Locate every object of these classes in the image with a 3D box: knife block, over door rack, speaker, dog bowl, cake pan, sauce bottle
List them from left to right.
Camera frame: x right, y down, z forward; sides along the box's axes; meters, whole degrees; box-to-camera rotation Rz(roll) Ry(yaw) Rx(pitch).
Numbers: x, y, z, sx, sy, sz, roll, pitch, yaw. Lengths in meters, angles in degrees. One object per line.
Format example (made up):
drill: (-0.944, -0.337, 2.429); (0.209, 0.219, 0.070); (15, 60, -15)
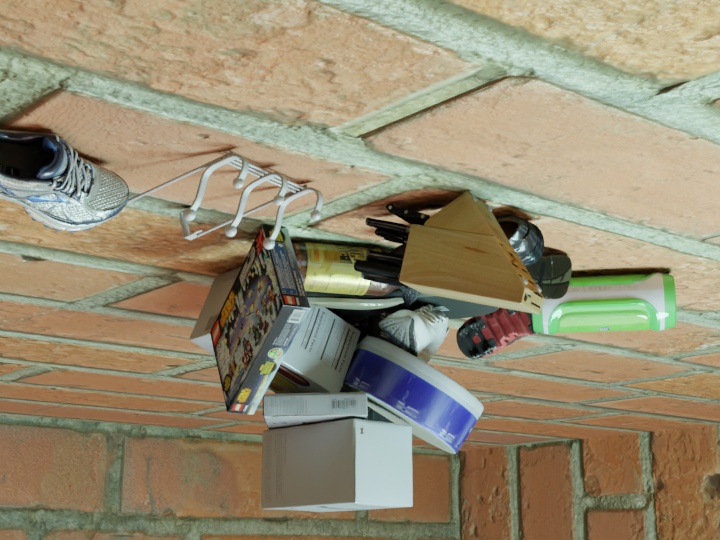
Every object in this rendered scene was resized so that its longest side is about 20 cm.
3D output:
over door rack: (-0.160, -0.065, 1.311); (0.199, 0.067, 0.148); (-9, 163, 32)
sauce bottle: (0.000, 0.000, 1.586); (0.199, 0.066, 0.066); (4, 166, -21)
dog bowl: (0.073, 0.179, 1.748); (0.200, 0.079, 0.200); (31, 171, 6)
knife block: (0.087, 0.003, 1.381); (0.175, 0.201, 0.064); (-37, 153, 17)
cake pan: (0.118, 0.039, 1.798); (0.199, 0.037, 0.200); (0, 167, 0)
speaker: (0.345, 0.047, 1.736); (0.199, 0.089, 0.088); (-3, 166, 11)

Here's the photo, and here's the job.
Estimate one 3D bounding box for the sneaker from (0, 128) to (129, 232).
sneaker: (-0.304, -0.092, 1.188); (0.199, 0.077, 0.085); (12, 158, -42)

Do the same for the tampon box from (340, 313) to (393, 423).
tampon box: (-0.017, 0.156, 1.935); (0.149, 0.201, 0.126); (-6, 165, 26)

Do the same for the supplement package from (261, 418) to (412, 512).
supplement package: (-0.035, 0.280, 1.731); (0.117, 0.118, 0.199); (14, 160, -41)

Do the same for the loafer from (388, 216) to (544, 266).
loafer: (0.116, -0.030, 1.466); (0.199, 0.073, 0.072); (-15, 153, 19)

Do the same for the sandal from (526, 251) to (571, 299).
sandal: (0.208, -0.005, 1.583); (0.054, 0.082, 0.200); (17, -173, 39)

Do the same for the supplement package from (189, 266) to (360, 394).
supplement package: (-0.119, 0.092, 1.722); (0.200, 0.110, 0.114); (35, 150, -26)

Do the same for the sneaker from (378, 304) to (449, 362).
sneaker: (0.082, 0.081, 1.741); (0.074, 0.087, 0.200); (43, 175, 14)

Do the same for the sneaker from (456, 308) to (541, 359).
sneaker: (0.245, 0.071, 1.868); (0.200, 0.071, 0.098); (-27, 179, 30)

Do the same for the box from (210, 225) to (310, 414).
box: (-0.128, 0.063, 1.509); (0.040, 0.137, 0.200); (8, 131, -26)

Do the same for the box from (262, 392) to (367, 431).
box: (-0.064, 0.204, 1.738); (0.144, 0.037, 0.200); (0, 165, -3)

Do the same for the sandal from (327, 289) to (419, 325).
sandal: (0.010, 0.030, 1.722); (0.075, 0.045, 0.200); (45, 139, -18)

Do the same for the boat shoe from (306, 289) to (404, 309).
boat shoe: (-0.038, 0.018, 1.633); (0.199, 0.068, 0.072); (6, 172, -6)
